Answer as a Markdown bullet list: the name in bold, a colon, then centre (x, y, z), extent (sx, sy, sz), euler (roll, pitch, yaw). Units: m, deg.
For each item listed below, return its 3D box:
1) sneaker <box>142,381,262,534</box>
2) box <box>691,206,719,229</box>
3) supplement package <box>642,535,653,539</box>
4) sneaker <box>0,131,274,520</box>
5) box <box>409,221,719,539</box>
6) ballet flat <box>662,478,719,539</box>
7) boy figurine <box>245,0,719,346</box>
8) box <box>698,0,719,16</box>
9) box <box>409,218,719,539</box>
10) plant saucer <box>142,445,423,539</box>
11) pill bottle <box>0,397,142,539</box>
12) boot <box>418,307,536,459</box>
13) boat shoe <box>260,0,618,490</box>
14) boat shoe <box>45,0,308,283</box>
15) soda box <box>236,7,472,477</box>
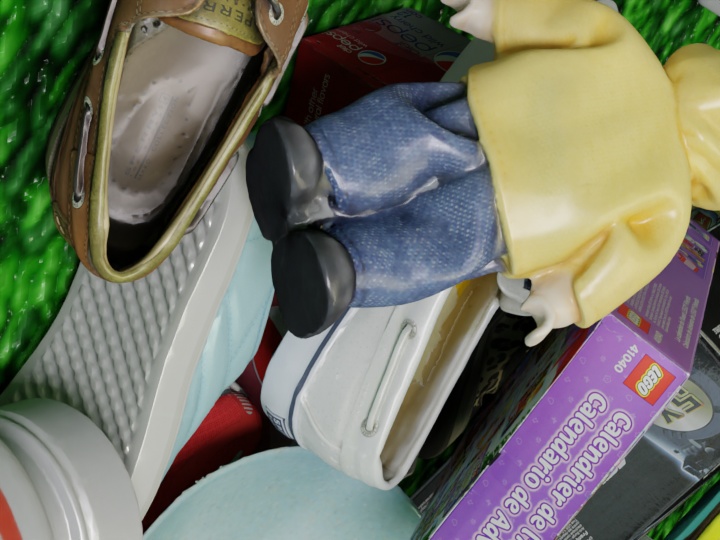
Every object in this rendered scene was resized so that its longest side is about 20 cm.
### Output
- **sneaker**: centre (-0.091, 0.137, 0.887), extent (0.201, 0.085, 0.077), euler (-55, 153, -2)
- **box**: centre (0.230, -0.036, 1.260), extent (0.201, 0.044, 0.160), euler (-60, 151, 5)
- **supplement package**: centre (0.139, 0.236, 1.231), extent (0.155, 0.199, 0.112), euler (-20, 135, -48)
- **sneaker**: centre (-0.074, 0.042, 0.829), extent (0.082, 0.074, 0.201), euler (12, 110, -57)
- **box**: centre (0.129, 0.073, 1.078), extent (0.200, 0.086, 0.163), euler (-47, 168, 30)
- **ballet flat**: centre (0.151, 0.160, 1.088), extent (0.199, 0.067, 0.067), euler (-34, 173, -31)
- **boy figurine**: centre (0.063, -0.042, 0.764), extent (0.198, 0.125, 0.064), euler (-16, 171, -19)
- **box**: centre (0.281, -0.203, 1.042), extent (0.199, 0.130, 0.201), euler (-34, 150, -45)
- **box**: centre (0.079, 0.052, 0.881), extent (0.137, 0.039, 0.200), euler (-54, 179, 19)
- **plant saucer**: centre (-0.041, 0.166, 0.861), extent (0.200, 0.039, 0.203), euler (-4, 96, -42)
- **pill bottle**: centre (-0.164, 0.102, 0.708), extent (0.199, 0.111, 0.112), euler (-17, 133, -50)
- **boot**: centre (0.080, -0.023, 1.006), extent (0.153, 0.073, 0.204), euler (-32, 152, -41)
- **boat shoe**: centre (0.050, -0.008, 0.825), extent (0.203, 0.086, 0.075), euler (-55, 151, -1)
- **boat shoe**: centre (-0.043, -0.088, 0.721), extent (0.071, 0.068, 0.201), euler (13, 112, -17)
- **soda box**: centre (0.000, 0.000, 0.912), extent (0.070, 0.063, 0.201), euler (-22, 136, -44)
